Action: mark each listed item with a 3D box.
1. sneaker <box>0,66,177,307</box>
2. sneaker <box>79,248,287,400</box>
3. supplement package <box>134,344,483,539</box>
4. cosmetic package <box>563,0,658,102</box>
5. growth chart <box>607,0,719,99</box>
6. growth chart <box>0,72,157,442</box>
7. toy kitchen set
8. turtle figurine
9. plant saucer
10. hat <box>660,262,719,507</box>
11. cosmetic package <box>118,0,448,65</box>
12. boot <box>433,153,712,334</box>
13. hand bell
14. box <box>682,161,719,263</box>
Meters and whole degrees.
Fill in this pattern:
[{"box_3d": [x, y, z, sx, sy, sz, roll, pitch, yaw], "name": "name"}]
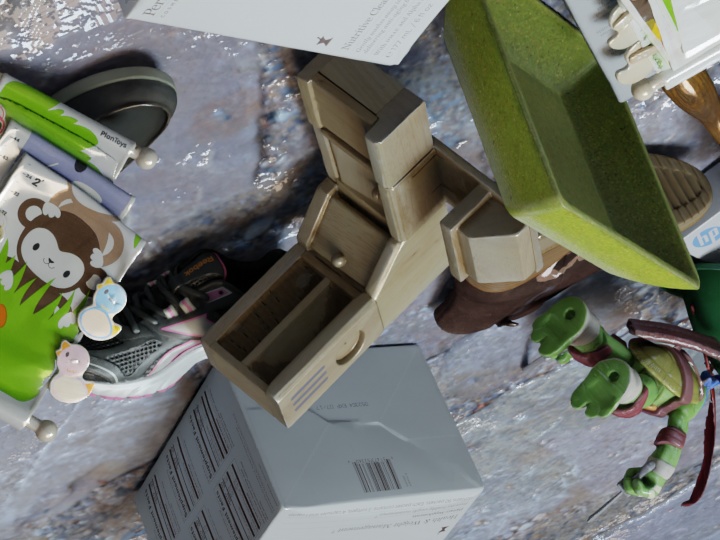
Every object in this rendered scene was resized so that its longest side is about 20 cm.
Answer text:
[{"box_3d": [-0.184, -0.037, 1.378, 0.200, 0.107, 0.075, -34, 148, 17], "name": "sneaker"}, {"box_3d": [-0.126, 0.024, 1.563, 0.199, 0.080, 0.087, -14, 138, -30], "name": "sneaker"}, {"box_3d": [-0.045, 0.179, 1.771, 0.190, 0.148, 0.200, -2, 142, -32], "name": "supplement package"}, {"box_3d": [0.169, -0.200, 1.399, 0.101, 0.071, 0.200, -30, 149, 7], "name": "cosmetic package"}, {"box_3d": [0.214, -0.182, 1.357, 0.144, 0.018, 0.200, -24, 150, -2], "name": "growth chart"}, {"box_3d": [-0.203, -0.009, 1.334, 0.144, 0.018, 0.201, 22, 93, -13], "name": "growth chart"}, {"box_3d": [0.000, 0.000, 1.445, 0.180, 0.163, 0.200, -45, 153, -16], "name": "toy kitchen set"}, {"box_3d": [0.188, 0.109, 1.758, 0.199, 0.145, 0.194, -8, 158, 26], "name": "turtle figurine"}, {"box_3d": [0.126, -0.085, 1.427, 0.048, 0.201, 0.200, -31, 149, 23], "name": "plant saucer"}, {"box_3d": [0.320, 0.101, 1.817, 0.165, 0.177, 0.200, 3, 169, 28], "name": "hat"}, {"box_3d": [-0.038, -0.191, 1.262, 0.199, 0.081, 0.113, 3, 143, -39], "name": "cosmetic package"}, {"box_3d": [0.160, -0.018, 1.707, 0.199, 0.073, 0.167, -14, 161, -18], "name": "boot"}, {"box_3d": [0.265, -0.099, 1.597, 0.104, 0.104, 0.200, -34, 125, 18], "name": "hand bell"}, {"box_3d": [0.352, -0.054, 1.786, 0.156, 0.041, 0.200, -38, 146, 23], "name": "box"}]
